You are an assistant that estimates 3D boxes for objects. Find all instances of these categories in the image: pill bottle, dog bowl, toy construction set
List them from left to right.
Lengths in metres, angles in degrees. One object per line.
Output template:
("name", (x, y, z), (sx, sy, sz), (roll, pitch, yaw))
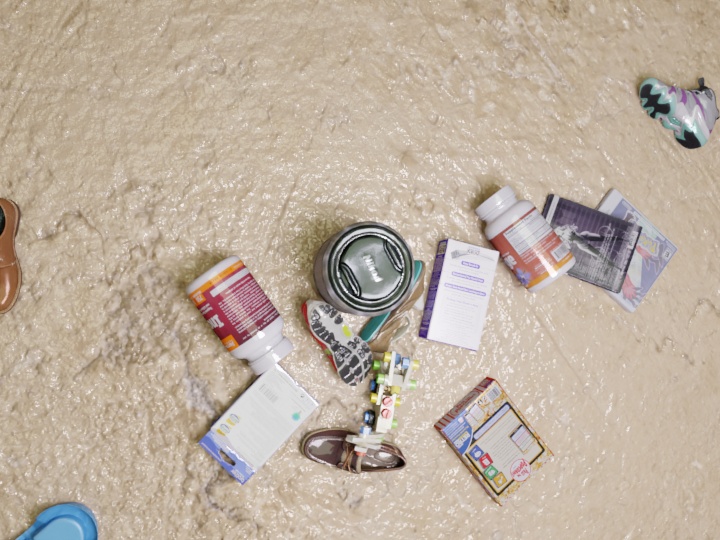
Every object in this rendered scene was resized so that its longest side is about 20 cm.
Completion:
("dog bowl", (-0.538, 0.480, 1.031), (0.200, 0.050, 0.112), (-42, 96, -11))
("pill bottle", (-0.210, 0.082, 1.082), (0.113, 0.113, 0.200), (-36, 95, -11))
("toy construction set", (0.044, 0.246, 1.118), (0.092, 0.131, 0.201), (26, 83, -9))
("pill bottle", (0.318, -0.065, 1.192), (0.112, 0.112, 0.200), (-36, 85, -11))

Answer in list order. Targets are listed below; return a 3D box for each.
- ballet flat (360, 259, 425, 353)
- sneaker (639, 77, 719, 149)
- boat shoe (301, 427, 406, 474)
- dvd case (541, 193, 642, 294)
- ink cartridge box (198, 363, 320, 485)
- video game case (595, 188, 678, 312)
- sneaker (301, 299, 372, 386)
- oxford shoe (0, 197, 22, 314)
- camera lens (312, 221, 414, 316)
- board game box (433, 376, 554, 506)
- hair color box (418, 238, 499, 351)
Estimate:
("ballet flat", (0.079, 0.076, 1.172), (0.072, 0.068, 0.200), (38, 81, -28))
("sneaker", (0.701, -0.376, 1.313), (0.200, 0.078, 0.140), (41, 79, -17))
("boat shoe", (-0.009, 0.343, 1.133), (0.199, 0.072, 0.072), (15, 85, -11))
("dvd case", (0.461, -0.056, 1.250), (0.199, 0.016, 0.149), (21, 84, 6))
("ink cartridge box", (-0.186, 0.278, 1.117), (0.119, 0.042, 0.200), (45, 78, -7))
("video game case", (0.557, -0.042, 1.292), (0.200, 0.023, 0.182), (40, 81, -8))
("sneaker", (-0.045, 0.129, 1.135), (0.077, 0.085, 0.200), (-36, 117, -16))
("oxford shoe", (-0.620, -0.025, 1.024), (0.071, 0.071, 0.201), (-1, 90, -13))
("camera lens", (0.000, 0.000, 1.084), (0.159, 0.200, 0.161), (0, 88, -11))
("board game box", (0.266, 0.338, 1.204), (0.151, 0.046, 0.200), (-39, 96, -11))
("hair color box", (0.193, 0.047, 1.193), (0.109, 0.065, 0.201), (14, 87, -10))
